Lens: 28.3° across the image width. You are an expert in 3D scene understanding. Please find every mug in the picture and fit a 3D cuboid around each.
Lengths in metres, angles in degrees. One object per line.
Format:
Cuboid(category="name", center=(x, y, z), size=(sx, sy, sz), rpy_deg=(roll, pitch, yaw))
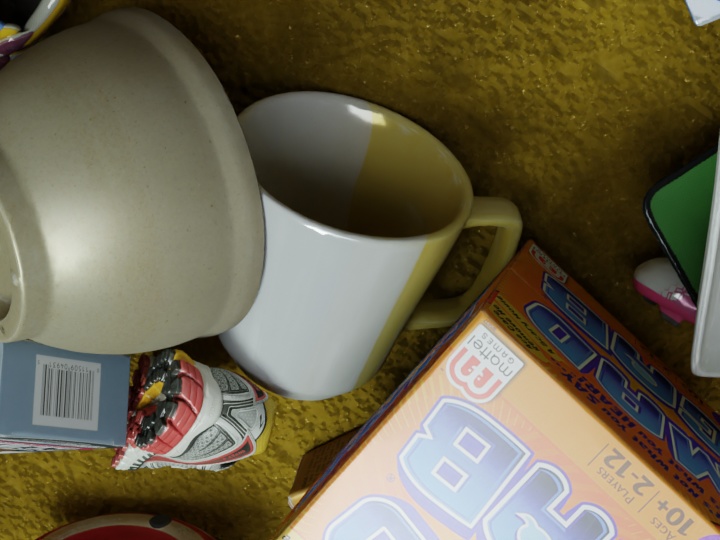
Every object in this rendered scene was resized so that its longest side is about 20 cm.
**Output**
Cuboid(category="mug", center=(-0.007, 0.002, 0.875), size=(0.184, 0.150, 0.154), rpy_deg=(21, 125, 3))

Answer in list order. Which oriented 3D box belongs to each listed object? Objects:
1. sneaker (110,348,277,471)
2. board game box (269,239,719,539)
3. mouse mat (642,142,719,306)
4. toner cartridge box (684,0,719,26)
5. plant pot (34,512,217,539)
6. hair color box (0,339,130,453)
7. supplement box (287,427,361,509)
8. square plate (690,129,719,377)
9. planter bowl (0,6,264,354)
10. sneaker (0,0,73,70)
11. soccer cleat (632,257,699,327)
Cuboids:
Cuboid(category="sneaker", center=(-0.109, 0.100, 0.916), size=(0.081, 0.200, 0.079), rpy_deg=(18, 80, -17))
Cuboid(category="board game box", center=(0.093, 0.137, 0.814), size=(0.200, 0.200, 0.200), rpy_deg=(42, 107, 2))
Cuboid(category="mouse mat", center=(0.284, -0.029, 0.851), size=(0.199, 0.008, 0.162), rpy_deg=(-33, 100, -2))
Cuboid(category="toner cartridge box", center=(0.155, -0.239, 0.760), size=(0.043, 0.095, 0.201), rpy_deg=(-23, 111, 18))
Cuboid(category="plant pot", center=(-0.168, 0.287, 0.998), size=(0.197, 0.201, 0.185), rpy_deg=(2, 114, 5))
Cuboid(category="hair color box", center=(-0.248, 0.084, 0.913), size=(0.198, 0.098, 0.062), rpy_deg=(-8, 75, 41))
Cuboid(category="supplement box", center=(0.051, 0.126, 0.968), size=(0.198, 0.069, 0.067), rpy_deg=(-26, 109, 16))
Cuboid(category="square plate", center=(0.277, -0.039, 0.813), size=(0.197, 0.028, 0.201), rpy_deg=(2, 97, -22))
Cuboid(category="planter bowl", center=(-0.166, -0.037, 0.818), size=(0.199, 0.134, 0.203), rpy_deg=(30, 130, 43))
Cuboid(category="sneaker", center=(-0.228, -0.149, 0.850), size=(0.075, 0.090, 0.200), rpy_deg=(39, 113, -12))
Cuboid(category="soccer cleat", center=(0.269, 0.018, 0.895), size=(0.198, 0.070, 0.087), rpy_deg=(22, 102, -8))
